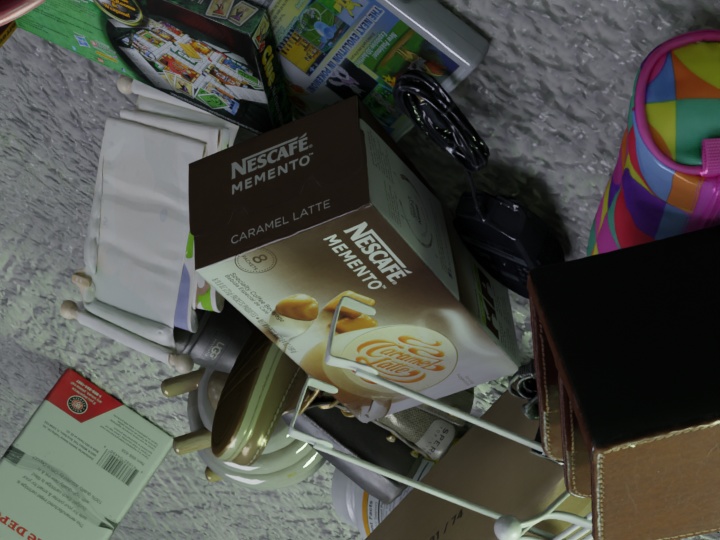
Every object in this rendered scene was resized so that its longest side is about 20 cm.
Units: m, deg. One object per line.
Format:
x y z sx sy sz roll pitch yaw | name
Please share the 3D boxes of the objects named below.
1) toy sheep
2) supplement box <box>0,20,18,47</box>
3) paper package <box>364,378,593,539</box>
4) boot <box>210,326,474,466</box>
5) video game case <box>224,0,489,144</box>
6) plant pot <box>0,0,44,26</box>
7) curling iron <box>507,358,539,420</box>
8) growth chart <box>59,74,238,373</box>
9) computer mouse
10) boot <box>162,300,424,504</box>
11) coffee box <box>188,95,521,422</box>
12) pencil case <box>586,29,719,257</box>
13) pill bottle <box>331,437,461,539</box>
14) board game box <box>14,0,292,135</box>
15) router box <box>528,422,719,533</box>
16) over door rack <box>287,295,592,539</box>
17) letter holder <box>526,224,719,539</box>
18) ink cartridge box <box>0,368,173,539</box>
-0.079 0.117 1.353 0.138 0.138 0.200 27 170 17 | toy sheep
-0.313 -0.201 1.052 0.200 0.110 0.086 25 156 21 | supplement box
0.089 0.183 1.048 0.103 0.200 0.191 39 -167 -12 | paper package
-0.005 0.082 1.108 0.154 0.200 0.072 37 131 -10 | boot
-0.040 -0.138 0.923 0.182 0.022 0.200 37 157 -7 | video game case
-0.234 -0.233 0.802 0.179 0.200 0.200 35 164 43 | plant pot
0.171 0.046 0.819 0.199 0.026 0.050 -10 157 8 | curling iron
-0.133 -0.031 1.111 0.144 0.201 0.018 27 -158 31 | growth chart
0.070 -0.049 0.926 0.059 0.034 0.200 26 161 37 | computer mouse
-0.042 0.072 1.212 0.200 0.073 0.182 29 -158 -6 | boot
0.000 0.000 0.977 0.114 0.080 0.200 -20 142 19 | coffee box
0.155 -0.029 0.793 0.088 0.089 0.200 28 157 15 | pencil case
0.072 0.186 1.307 0.200 0.109 0.109 10 148 46 | pill bottle
-0.133 -0.147 0.974 0.200 0.023 0.105 25 158 20 | board game box
0.200 0.104 0.920 0.150 0.062 0.200 22 -178 27 | router box
0.049 0.113 0.868 0.200 0.067 0.148 33 156 3 | over door rack
0.185 0.058 0.735 0.142 0.199 0.101 80 176 -47 | letter holder
-0.320 0.234 1.822 0.144 0.200 0.084 34 157 1 | ink cartridge box
